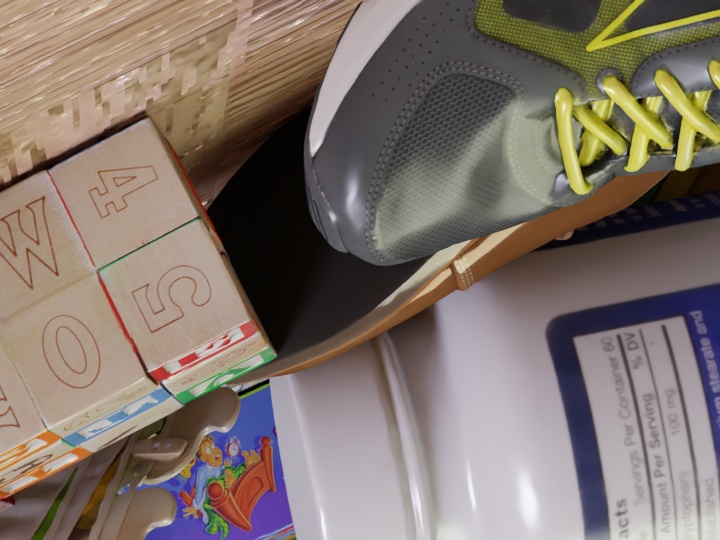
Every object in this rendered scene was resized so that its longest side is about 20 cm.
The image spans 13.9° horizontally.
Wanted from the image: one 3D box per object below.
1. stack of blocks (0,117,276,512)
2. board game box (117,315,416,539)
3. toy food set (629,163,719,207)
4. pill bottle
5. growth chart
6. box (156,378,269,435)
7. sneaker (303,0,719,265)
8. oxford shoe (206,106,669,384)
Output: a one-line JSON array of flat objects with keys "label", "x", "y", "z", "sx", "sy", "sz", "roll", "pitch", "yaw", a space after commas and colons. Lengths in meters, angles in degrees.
[{"label": "stack of blocks", "x": -0.124, "y": 0.040, "z": 0.771, "sx": 0.199, "sy": 0.059, "sz": 0.115, "roll": -28, "pitch": 173, "yaw": -1}, {"label": "board game box", "x": -0.025, "y": 0.069, "z": 1.036, "sx": 0.134, "sy": 0.045, "sz": 0.200, "roll": -24, "pitch": 174, "yaw": -11}, {"label": "toy food set", "x": 0.113, "y": -0.020, "z": 1.027, "sx": 0.200, "sy": 0.049, "sz": 0.198, "roll": -54, "pitch": 178, "yaw": -35}, {"label": "pill bottle", "x": 0.078, "y": 0.042, "z": 0.878, "sx": 0.199, "sy": 0.120, "sz": 0.120, "roll": -10, "pitch": 171, "yaw": -7}, {"label": "growth chart", "x": -0.116, "y": 0.084, "z": 0.831, "sx": 0.144, "sy": 0.018, "sz": 0.200, "roll": -2, "pitch": -141, "yaw": 35}, {"label": "box", "x": 0.000, "y": 0.000, "z": 0.997, "sx": 0.160, "sy": 0.049, "sz": 0.200, "roll": -24, "pitch": 174, "yaw": -10}, {"label": "sneaker", "x": 0.079, "y": -0.057, "z": 0.677, "sx": 0.199, "sy": 0.085, "sz": 0.075, "roll": -33, "pitch": 142, "yaw": -6}, {"label": "oxford shoe", "x": 0.031, "y": -0.020, "z": 0.805, "sx": 0.199, "sy": 0.072, "sz": 0.071, "roll": -31, "pitch": 146, "yaw": 28}]
